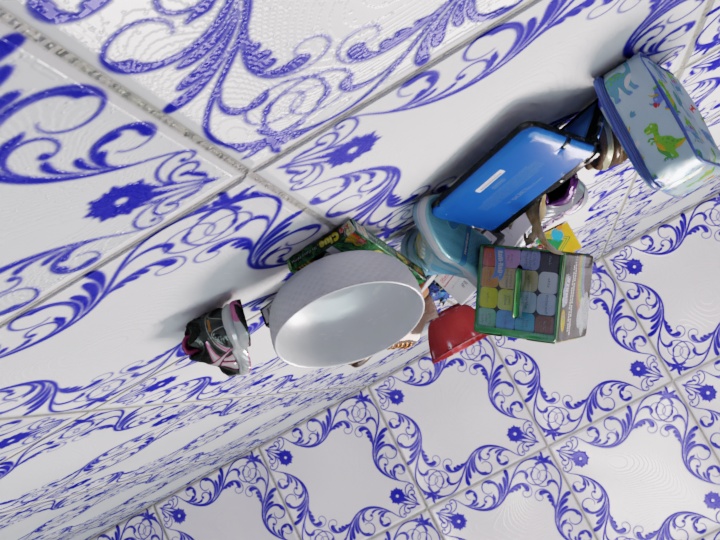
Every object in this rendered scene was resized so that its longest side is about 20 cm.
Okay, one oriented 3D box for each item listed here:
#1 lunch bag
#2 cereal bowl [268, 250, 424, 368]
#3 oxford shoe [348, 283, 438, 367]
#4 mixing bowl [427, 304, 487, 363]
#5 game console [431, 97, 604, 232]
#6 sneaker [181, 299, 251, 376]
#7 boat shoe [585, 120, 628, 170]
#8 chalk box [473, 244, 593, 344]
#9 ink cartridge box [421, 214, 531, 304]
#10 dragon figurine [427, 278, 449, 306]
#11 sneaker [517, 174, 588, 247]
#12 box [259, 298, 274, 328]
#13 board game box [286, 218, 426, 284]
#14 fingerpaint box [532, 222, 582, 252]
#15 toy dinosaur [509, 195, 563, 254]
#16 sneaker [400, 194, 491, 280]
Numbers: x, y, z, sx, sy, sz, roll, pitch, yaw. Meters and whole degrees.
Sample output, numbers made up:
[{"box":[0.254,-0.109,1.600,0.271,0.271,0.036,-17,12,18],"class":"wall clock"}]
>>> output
[{"box":[0.361,-0.174,1.025,0.082,0.162,0.199,-31,166,30],"class":"lunch bag"},{"box":[-0.024,0.039,1.061,0.198,0.084,0.201,-15,149,-9],"class":"cereal bowl"},{"box":[0.056,0.101,1.357,0.200,0.073,0.071,-39,-170,-30],"class":"oxford shoe"},{"box":[0.258,0.161,2.320,0.199,0.109,0.200,-28,168,-6],"class":"mixing bowl"},{"box":[0.200,-0.147,1.070,0.169,0.120,0.200,11,147,-30],"class":"game console"},{"box":[-0.196,0.093,1.139,0.085,0.081,0.200,-13,157,-12],"class":"sneaker"},{"box":[0.341,-0.176,1.141,0.074,0.076,0.202,-10,-175,10],"class":"boat shoe"},{"box":[0.234,0.030,1.183,0.123,0.126,0.199,7,-178,30],"class":"chalk box"},{"box":[0.183,-0.021,1.335,0.200,0.067,0.116,-47,173,-15],"class":"ink cartridge box"},{"box":[0.165,0.029,1.675,0.199,0.059,0.099,-16,164,-41],"class":"dragon figurine"},{"box":[0.285,-0.100,1.430,0.199,0.075,0.087,-38,150,9],"class":"sneaker"},{"box":[-0.031,0.049,1.240,0.142,0.036,0.199,-37,149,20],"class":"box"},{"box":[0.000,0.000,1.119,0.104,0.024,0.200,-34,148,17],"class":"board game box"},{"box":[0.397,-0.017,1.968,0.165,0.074,0.200,-25,168,-13],"class":"fingerpaint box"},{"box":[0.228,-0.083,1.131,0.058,0.202,0.101,18,142,-8],"class":"toy dinosaur"},{"box":[0.092,-0.041,1.184,0.129,0.080,0.200,3,156,35],"class":"sneaker"}]
